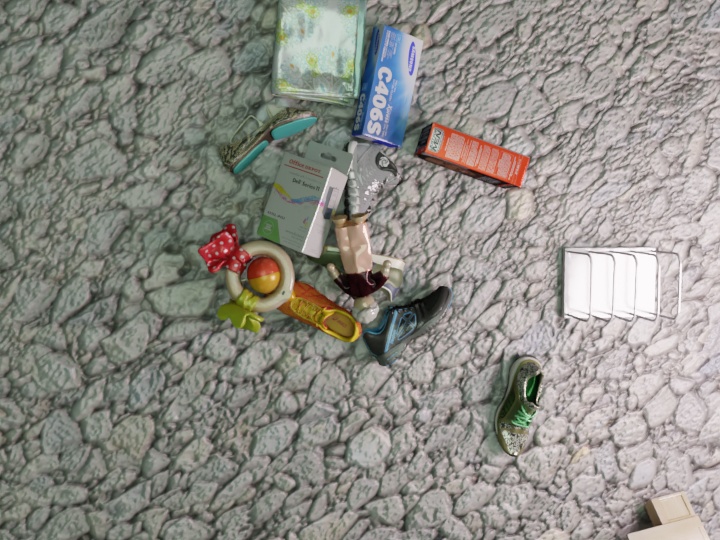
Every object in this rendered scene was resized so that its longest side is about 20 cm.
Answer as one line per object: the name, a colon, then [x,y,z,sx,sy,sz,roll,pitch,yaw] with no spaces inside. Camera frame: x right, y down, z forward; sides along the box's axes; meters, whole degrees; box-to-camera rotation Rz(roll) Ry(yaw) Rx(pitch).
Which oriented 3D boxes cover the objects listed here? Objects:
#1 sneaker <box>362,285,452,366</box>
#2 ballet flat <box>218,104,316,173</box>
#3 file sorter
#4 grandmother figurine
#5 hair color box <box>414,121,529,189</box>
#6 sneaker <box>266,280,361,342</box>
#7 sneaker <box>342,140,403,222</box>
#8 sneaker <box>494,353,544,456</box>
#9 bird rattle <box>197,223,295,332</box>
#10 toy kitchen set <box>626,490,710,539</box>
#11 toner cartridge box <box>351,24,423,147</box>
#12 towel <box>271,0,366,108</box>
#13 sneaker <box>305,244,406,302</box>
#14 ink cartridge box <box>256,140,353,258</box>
sneaker: [0.092,0.092,1.420,0.199,0.073,0.082,-42,98,-4]
ballet flat: [-0.178,-0.260,1.368,0.198,0.068,0.076,-34,82,-2]
file sorter: [0.511,0.029,1.448,0.195,0.124,0.143,-1,95,-8]
grandmother figurine: [0.000,0.000,1.348,0.118,0.060,0.205,-1,106,22]
hair color box: [0.209,-0.215,1.401,0.196,0.101,0.063,19,91,-8]
sneaker: [-0.086,0.071,1.390,0.196,0.077,0.074,22,92,1]
sneaker: [0.027,-0.144,1.396,0.112,0.075,0.206,-3,93,-10]
sneaker: [0.319,0.271,1.455,0.075,0.089,0.205,10,93,-8]
bird rattle: [-0.202,0.009,1.363,0.159,0.113,0.205,-13,80,-5]
toy kitchen set: [0.613,0.600,1.528,0.159,0.182,0.203,-9,55,-10]
toner cartridge box: [0.051,-0.342,1.384,0.093,0.043,0.205,10,93,-33]
towel: [-0.078,-0.415,1.375,0.167,0.048,0.205,5,93,-9]
sneaker: [-0.013,0.008,1.401,0.195,0.067,0.092,10,87,-11]
ink cartridge box: [-0.100,-0.139,1.354,0.115,0.067,0.204,20,91,29]
